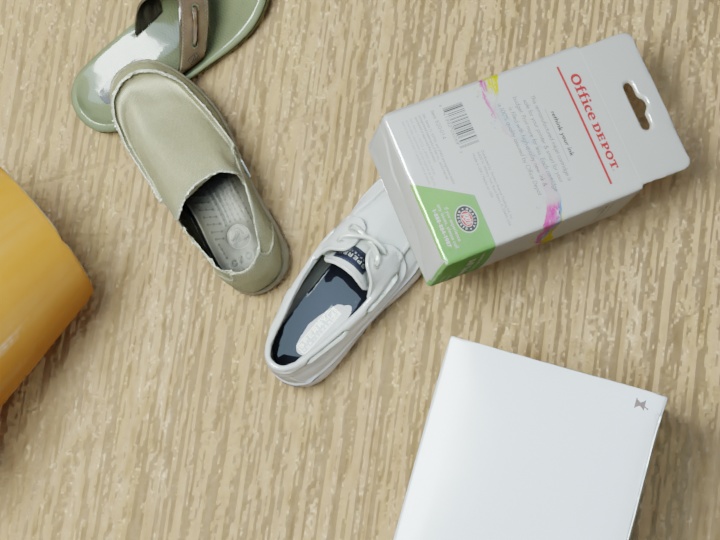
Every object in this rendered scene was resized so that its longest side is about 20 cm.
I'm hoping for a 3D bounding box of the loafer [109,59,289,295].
[{"bbox_3d":[-0.119,-0.073,1.198,0.075,0.068,0.201,-36,90,0],"label":"loafer"}]

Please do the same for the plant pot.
[{"bbox_3d":[-0.304,0.024,1.174,0.183,0.200,0.200,-40,77,-15],"label":"plant pot"}]

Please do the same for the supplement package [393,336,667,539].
[{"bbox_3d":[0.113,0.166,1.120,0.154,0.111,0.202,15,83,10],"label":"supplement package"}]

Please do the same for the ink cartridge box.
[{"bbox_3d":[0.121,-0.081,1.155,0.198,0.067,0.118,-20,79,-14],"label":"ink cartridge box"}]

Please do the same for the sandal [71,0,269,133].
[{"bbox_3d":[-0.144,-0.185,1.239,0.080,0.057,0.201,43,89,12],"label":"sandal"}]

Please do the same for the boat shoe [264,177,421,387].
[{"bbox_3d":[0.000,0.000,1.184,0.073,0.065,0.201,31,87,12],"label":"boat shoe"}]
